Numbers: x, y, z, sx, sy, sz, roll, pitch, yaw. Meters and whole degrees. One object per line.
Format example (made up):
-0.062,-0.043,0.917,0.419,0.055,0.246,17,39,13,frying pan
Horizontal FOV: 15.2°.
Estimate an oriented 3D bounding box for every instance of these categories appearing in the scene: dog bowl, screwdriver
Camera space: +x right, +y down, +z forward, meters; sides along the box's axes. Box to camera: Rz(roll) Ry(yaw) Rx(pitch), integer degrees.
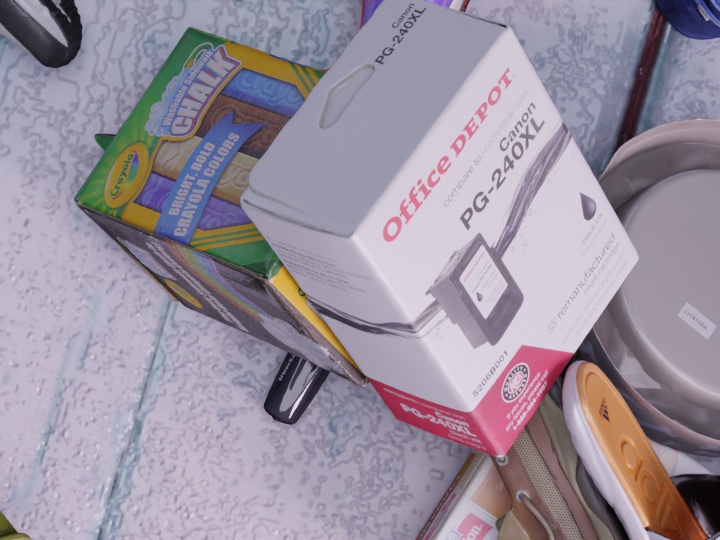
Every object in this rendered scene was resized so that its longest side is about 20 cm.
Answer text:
0.203,0.015,1.543,0.199,0.059,0.201,7,65,-16,dog bowl
0.000,0.000,1.571,0.028,0.029,0.201,29,92,-4,screwdriver

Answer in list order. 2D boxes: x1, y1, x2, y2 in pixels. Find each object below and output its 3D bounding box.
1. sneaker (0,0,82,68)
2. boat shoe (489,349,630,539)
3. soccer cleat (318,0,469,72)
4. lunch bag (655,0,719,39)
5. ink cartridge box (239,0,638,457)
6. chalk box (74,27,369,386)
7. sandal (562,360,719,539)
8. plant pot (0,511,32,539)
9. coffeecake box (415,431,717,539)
-0.246,-0.178,1.544,0.200,0.074,0.080,40,100,1,sneaker
0.113,0.136,1.493,0.073,0.076,0.201,-21,85,18,boat shoe
0.039,-0.179,1.565,0.073,0.068,0.201,23,88,3,soccer cleat
0.224,-0.225,1.546,0.135,0.132,0.201,-24,91,-5,lunch bag
0.045,-0.022,1.404,0.146,0.083,0.200,-54,137,-18,ink cartridge box
-0.062,-0.043,1.498,0.199,0.124,0.124,23,74,39,chalk box
0.179,0.132,1.460,0.059,0.079,0.207,-22,114,28,sandal
-0.314,0.131,1.476,0.200,0.200,0.193,-36,80,-5,plant pot
0.144,0.170,1.561,0.199,0.073,0.154,34,86,-4,coffeecake box
